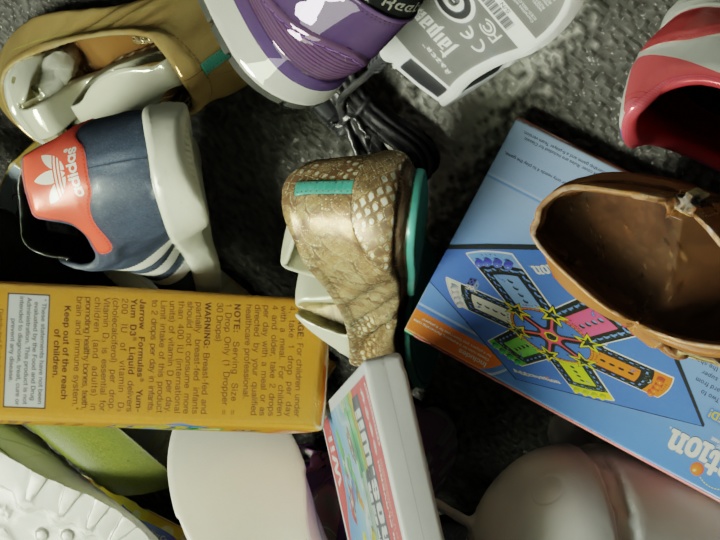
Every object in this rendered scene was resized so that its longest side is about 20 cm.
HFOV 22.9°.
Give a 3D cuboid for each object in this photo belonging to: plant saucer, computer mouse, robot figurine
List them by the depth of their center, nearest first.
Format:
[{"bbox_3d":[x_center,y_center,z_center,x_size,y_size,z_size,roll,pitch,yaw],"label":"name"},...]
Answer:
[{"bbox_3d":[0.034,-0.103,0.714,0.110,0.044,0.200,50,147,-7],"label":"computer mouse"},{"bbox_3d":[0.130,0.130,0.765,0.199,0.170,0.113,1,139,-13],"label":"robot figurine"},{"bbox_3d":[-0.185,0.064,0.976,0.200,0.031,0.200,38,169,8],"label":"plant saucer"}]

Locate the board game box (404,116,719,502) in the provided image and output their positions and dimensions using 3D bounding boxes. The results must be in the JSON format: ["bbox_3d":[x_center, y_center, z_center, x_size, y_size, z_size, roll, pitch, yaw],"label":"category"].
[{"bbox_3d":[0.128,0.027,0.726,0.200,0.103,0.019,28,180,14],"label":"board game box"}]

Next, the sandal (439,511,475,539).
[{"bbox_3d":[0.114,0.147,0.897,0.200,0.043,0.076,2,105,34],"label":"sandal"}]

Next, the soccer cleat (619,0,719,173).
[{"bbox_3d":[0.188,-0.037,0.624,0.200,0.073,0.068,24,139,19],"label":"soccer cleat"}]

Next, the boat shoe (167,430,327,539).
[{"bbox_3d":[-0.041,0.153,0.892,0.200,0.072,0.069,57,163,30],"label":"boat shoe"}]

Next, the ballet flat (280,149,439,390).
[{"bbox_3d":[0.000,0.000,0.786,0.065,0.071,0.200,7,155,8],"label":"ballet flat"}]

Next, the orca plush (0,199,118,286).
[{"bbox_3d":[-0.184,-0.023,0.917,0.200,0.071,0.105,36,-176,15],"label":"orca plush"}]

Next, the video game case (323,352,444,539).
[{"bbox_3d":[0.013,0.118,0.771,0.200,0.017,0.143,121,137,-78],"label":"video game case"}]

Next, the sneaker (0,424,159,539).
[{"bbox_3d":[-0.162,0.132,0.949,0.200,0.081,0.076,40,99,-1],"label":"sneaker"}]

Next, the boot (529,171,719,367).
[{"bbox_3d":[0.155,0.016,0.630,0.199,0.074,0.155,16,-178,15],"label":"boot"}]

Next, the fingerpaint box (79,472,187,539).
[{"bbox_3d":[-0.130,0.193,1.066,0.200,0.073,0.167,22,160,27],"label":"fingerpaint box"}]

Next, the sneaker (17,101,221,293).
[{"bbox_3d":[-0.113,-0.027,0.824,0.200,0.084,0.075,92,167,-75],"label":"sneaker"}]

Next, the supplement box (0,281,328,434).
[{"bbox_3d":[-0.117,0.042,0.837,0.199,0.069,0.067,1,174,-13],"label":"supplement box"}]

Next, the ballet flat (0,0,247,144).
[{"bbox_3d":[-0.127,-0.090,0.840,0.200,0.063,0.069,-13,119,46],"label":"ballet flat"}]

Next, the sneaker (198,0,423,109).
[{"bbox_3d":[-0.040,-0.168,0.676,0.088,0.076,0.200,-37,83,37],"label":"sneaker"}]

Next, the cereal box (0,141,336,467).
[{"bbox_3d":[-0.124,0.030,0.978,0.200,0.040,0.144,40,142,0],"label":"cereal box"}]

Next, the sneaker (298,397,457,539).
[{"bbox_3d":[-0.013,0.124,0.956,0.088,0.080,0.200,39,144,13],"label":"sneaker"}]
